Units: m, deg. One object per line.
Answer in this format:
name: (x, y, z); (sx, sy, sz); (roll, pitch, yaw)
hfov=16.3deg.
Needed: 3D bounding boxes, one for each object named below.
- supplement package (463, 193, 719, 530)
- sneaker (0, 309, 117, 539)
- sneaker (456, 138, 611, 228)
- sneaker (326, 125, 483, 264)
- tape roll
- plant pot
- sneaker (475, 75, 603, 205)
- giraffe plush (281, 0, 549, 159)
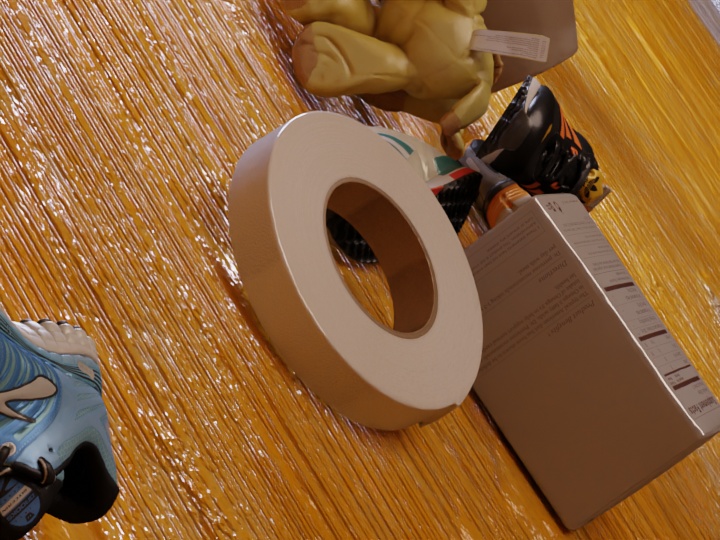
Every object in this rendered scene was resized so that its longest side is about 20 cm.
supplement package: (0.147, 0.060, 1.734); (0.201, 0.117, 0.117); (56, 16, 8)
sneaker: (-0.155, 0.063, 1.025); (0.200, 0.078, 0.090); (17, 43, -61)
sneaker: (0.141, -0.070, 2.036); (0.077, 0.078, 0.200); (49, 15, 19)
sneaker: (0.002, -0.059, 1.711); (0.093, 0.071, 0.199); (31, 18, 24)
tape roll: (0.000, 0.000, 1.532); (0.202, 0.037, 0.204); (35, 39, -35)
plant pot: (0.098, -0.243, 2.112); (0.200, 0.199, 0.175); (-52, 121, -71)
sneaker: (0.139, -0.084, 1.799); (0.090, 0.070, 0.200); (34, 2, 4)
giraffe plush: (0.044, -0.170, 1.877); (0.199, 0.173, 0.162); (26, -10, 7)
